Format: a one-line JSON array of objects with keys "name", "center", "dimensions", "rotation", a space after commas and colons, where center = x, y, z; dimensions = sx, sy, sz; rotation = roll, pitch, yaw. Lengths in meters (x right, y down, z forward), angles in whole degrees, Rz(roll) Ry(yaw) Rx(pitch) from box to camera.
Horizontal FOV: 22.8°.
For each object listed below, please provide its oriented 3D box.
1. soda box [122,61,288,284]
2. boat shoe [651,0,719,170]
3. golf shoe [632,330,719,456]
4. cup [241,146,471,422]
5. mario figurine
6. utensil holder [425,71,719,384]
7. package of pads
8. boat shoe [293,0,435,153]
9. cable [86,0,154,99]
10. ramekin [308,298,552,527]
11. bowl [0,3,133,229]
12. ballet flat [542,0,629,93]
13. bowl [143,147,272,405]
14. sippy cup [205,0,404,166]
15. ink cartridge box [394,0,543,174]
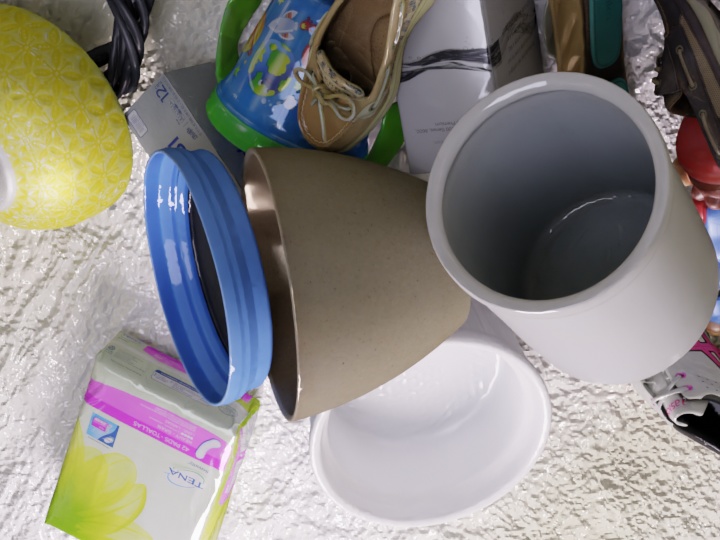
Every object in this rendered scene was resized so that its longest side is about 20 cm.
[{"name": "soda box", "center": [-0.105, -0.069, 1.455], "dimensions": [0.063, 0.068, 0.201], "rotation": [-40, 80, 34]}, {"name": "boat shoe", "center": [0.243, -0.145, 1.288], "dimensions": [0.073, 0.201, 0.074], "rotation": [-38, 142, 16]}, {"name": "golf shoe", "center": [0.253, 0.078, 1.425], "dimensions": [0.200, 0.092, 0.073], "rotation": [37, 120, 1]}, {"name": "cup", "center": [0.000, 0.000, 1.312], "dimensions": [0.142, 0.200, 0.202], "rotation": [-9, 113, -12]}, {"name": "mario figurine", "center": [0.293, -0.056, 1.378], "dimensions": [0.123, 0.106, 0.201], "rotation": [-20, 121, -13]}, {"name": "utensil holder", "center": [0.158, -0.021, 1.256], "dimensions": [0.169, 0.200, 0.171], "rotation": [-8, 68, 21]}, {"name": "package of pads", "center": [-0.186, 0.176, 1.619], "dimensions": [0.154, 0.068, 0.201], "rotation": [26, 118, 7]}, {"name": "boat shoe", "center": [-0.004, -0.160, 1.262], "dimensions": [0.073, 0.063, 0.201], "rotation": [37, 128, 14]}, {"name": "cable", "center": [-0.263, -0.222, 1.488], "dimensions": [0.199, 0.051, 0.164], "rotation": [19, 125, 13]}, {"name": "ramekin", "center": [0.049, 0.104, 1.458], "dimensions": [0.199, 0.098, 0.201], "rotation": [-6, 128, -8]}, {"name": "bowl", "center": [-0.298, -0.107, 1.473], "dimensions": [0.199, 0.108, 0.201], "rotation": [22, 135, 24]}, {"name": "ballet flat", "center": [0.173, -0.153, 1.377], "dimensions": [0.063, 0.068, 0.201], "rotation": [16, 117, 42]}, {"name": "bowl", "center": [-0.117, 0.002, 1.364], "dimensions": [0.039, 0.201, 0.202], "rotation": [-14, 113, -20]}, {"name": "sippy cup", "center": [-0.036, -0.158, 1.393], "dimensions": [0.177, 0.140, 0.131], "rotation": [25, 111, 0]}, {"name": "ink cartridge box", "center": [0.077, -0.189, 1.334], "dimensions": [0.084, 0.145, 0.201], "rotation": [-3, 111, 21]}]
